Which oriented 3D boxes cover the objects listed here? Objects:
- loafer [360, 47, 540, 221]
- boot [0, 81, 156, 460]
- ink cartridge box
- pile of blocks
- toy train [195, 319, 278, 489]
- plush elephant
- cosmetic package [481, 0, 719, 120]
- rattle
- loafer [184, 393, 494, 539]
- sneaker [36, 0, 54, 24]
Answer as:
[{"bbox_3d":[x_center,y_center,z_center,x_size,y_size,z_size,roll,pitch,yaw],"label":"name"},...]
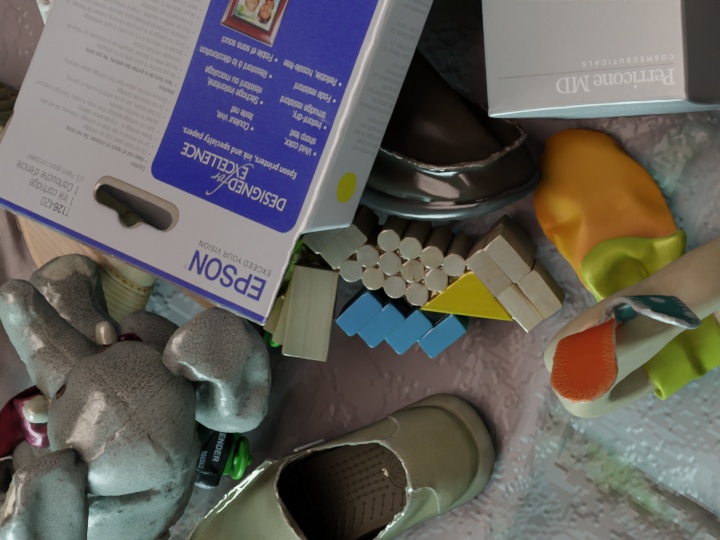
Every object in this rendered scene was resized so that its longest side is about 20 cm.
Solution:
[{"bbox_3d":[-0.001,-0.087,1.395,0.200,0.073,0.071,27,130,29],"label":"loafer"},{"bbox_3d":[-0.211,-0.003,1.557,0.200,0.072,0.166,43,108,18],"label":"boot"},{"bbox_3d":[-0.069,-0.096,1.373,0.197,0.047,0.200,24,96,36],"label":"ink cartridge box"},{"bbox_3d":[0.000,0.000,1.418,0.200,0.062,0.082,13,105,5],"label":"pile of blocks"},{"bbox_3d":[-0.055,0.012,1.476,0.042,0.056,0.200,14,97,-15],"label":"toy train"},{"bbox_3d":[-0.129,0.070,1.383,0.200,0.165,0.155,42,154,18],"label":"plush elephant"},{"bbox_3d":[0.114,-0.170,1.345,0.107,0.090,0.200,-5,86,29],"label":"cosmetic package"},{"bbox_3d":[0.107,-0.011,1.289,0.130,0.200,0.143,-22,81,30],"label":"rattle"},{"bbox_3d":[-0.027,0.121,1.455,0.200,0.068,0.076,-36,74,28],"label":"loafer"},{"bbox_3d":[-0.126,-0.122,1.495,0.074,0.087,0.200,-42,70,28],"label":"sneaker"}]
